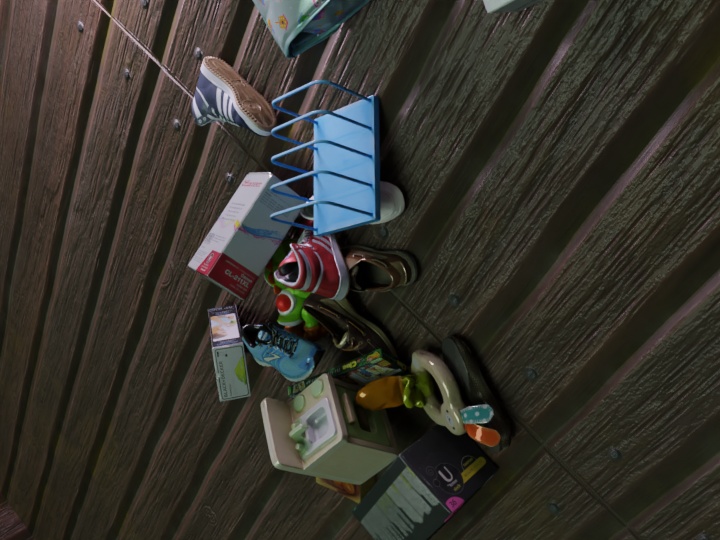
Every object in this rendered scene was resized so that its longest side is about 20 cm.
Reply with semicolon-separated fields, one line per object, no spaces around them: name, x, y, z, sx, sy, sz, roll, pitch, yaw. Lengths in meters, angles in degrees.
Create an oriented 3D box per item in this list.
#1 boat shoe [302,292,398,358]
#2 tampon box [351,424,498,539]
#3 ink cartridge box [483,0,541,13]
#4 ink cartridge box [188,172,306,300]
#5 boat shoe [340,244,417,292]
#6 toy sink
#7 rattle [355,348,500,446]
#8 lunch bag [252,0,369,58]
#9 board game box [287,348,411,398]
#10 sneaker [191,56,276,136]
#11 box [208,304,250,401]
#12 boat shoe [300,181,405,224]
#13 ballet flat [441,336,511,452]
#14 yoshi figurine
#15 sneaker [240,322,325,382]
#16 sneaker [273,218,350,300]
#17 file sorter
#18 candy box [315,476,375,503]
boat shoe;-0.021;0.112;1.370;0.200;0.072;0.072;48;141;-9
tampon box;0.107;0.376;1.344;0.126;0.150;0.200;46;132;17
ink cartridge box;0.197;-0.435;0.956;0.145;0.083;0.201;-17;97;44
ink cartridge box;-0.195;-0.062;1.354;0.083;0.200;0.146;35;172;-23
boat shoe;0.000;0.000;1.326;0.199;0.072;0.076;-3;106;42
toy sink;-0.048;0.260;1.315;0.112;0.200;0.131;-42;45;26
rattle;0.106;0.223;1.256;0.200;0.142;0.131;52;136;42
lunch bag;-0.084;-0.438;1.175;0.200;0.122;0.171;-33;87;38
board game box;-0.017;0.194;1.374;0.200;0.105;0.024;-26;55;27
sneaker;-0.229;-0.278;1.403;0.200;0.070;0.109;49;128;23
box;-0.260;0.159;1.554;0.200;0.060;0.117;-124;28;-68
boat shoe;-0.018;-0.101;1.299;0.199;0.069;0.071;-3;106;42
ballet flat;0.191;0.194;1.272;0.201;0.046;0.067;63;156;8
yoshi figurine;-0.116;0.025;1.444;0.112;0.112;0.201;-119;8;-64
sneaker;-0.148;0.139;1.411;0.200;0.079;0.090;6;148;44
sneaker;-0.096;-0.033;1.321;0.071;0.112;0.200;-60;36;27
file sorter;-0.060;-0.171;1.218;0.138;0.122;0.201;-12;74;44
candy box;-0.032;0.333;1.513;0.116;0.056;0.201;15;116;36
